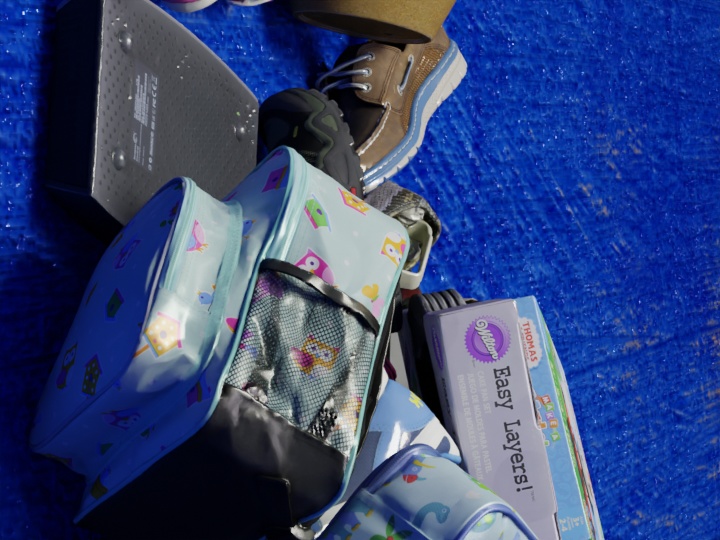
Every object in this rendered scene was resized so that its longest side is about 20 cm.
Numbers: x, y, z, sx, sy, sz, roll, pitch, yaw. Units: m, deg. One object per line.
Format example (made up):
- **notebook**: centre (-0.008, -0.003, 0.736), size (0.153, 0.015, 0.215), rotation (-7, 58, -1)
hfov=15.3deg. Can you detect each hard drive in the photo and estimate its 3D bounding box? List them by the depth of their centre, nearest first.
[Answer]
- **hard drive**: centre (-0.113, -0.068, 1.469), size (0.200, 0.042, 0.136), rotation (36, 53, -63)

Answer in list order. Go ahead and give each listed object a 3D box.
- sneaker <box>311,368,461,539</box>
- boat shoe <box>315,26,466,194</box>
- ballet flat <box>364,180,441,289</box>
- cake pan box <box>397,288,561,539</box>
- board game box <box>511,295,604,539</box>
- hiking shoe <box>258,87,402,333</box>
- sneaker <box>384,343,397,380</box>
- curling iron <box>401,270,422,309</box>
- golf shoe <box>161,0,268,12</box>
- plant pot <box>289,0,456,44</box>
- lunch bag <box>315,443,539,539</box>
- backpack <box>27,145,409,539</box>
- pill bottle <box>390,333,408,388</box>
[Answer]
- **sneaker**: centre (-0.011, 0.143, 1.396), size (0.082, 0.074, 0.201), rotation (37, 64, -15)
- **boat shoe**: centre (0.003, -0.112, 1.766), size (0.073, 0.072, 0.200), rotation (57, 34, -19)
- **ballet flat**: centre (0.000, 0.000, 1.680), size (0.200, 0.072, 0.073), rotation (-44, 127, -56)
- **cake pan box**: centre (0.070, 0.108, 1.528), size (0.184, 0.052, 0.202), rotation (-176, -104, -81)
- **board game box**: centre (0.118, 0.114, 1.659), size (0.200, 0.036, 0.152), rotation (60, 16, -73)
- **hiking shoe**: centre (-0.044, -0.034, 1.591), size (0.201, 0.100, 0.076), rotation (-114, -167, -45)
- **sneaker**: centre (0.014, 0.095, 1.705), size (0.074, 0.087, 0.201), rotation (57, 32, -51)
- **curling iron**: centre (0.041, 0.025, 1.770), size (0.200, 0.049, 0.026), rotation (-126, -135, -68)
- **golf shoe**: centre (-0.067, -0.187, 1.578), size (0.200, 0.075, 0.092), rotation (-60, 144, -54)
- **plant pot**: centre (0.018, -0.252, 1.704), size (0.186, 0.185, 0.202), rotation (20, 81, -67)
- **lunch bag**: centre (0.010, 0.198, 1.330), size (0.200, 0.082, 0.161), rotation (-51, 143, -8)
- **backpack**: centre (-0.066, 0.037, 1.354), size (0.153, 0.176, 0.201), rotation (35, 51, -10)
- **pill bottle**: centre (0.077, 0.119, 1.837), size (0.200, 0.112, 0.113), rotation (61, 31, -48)
